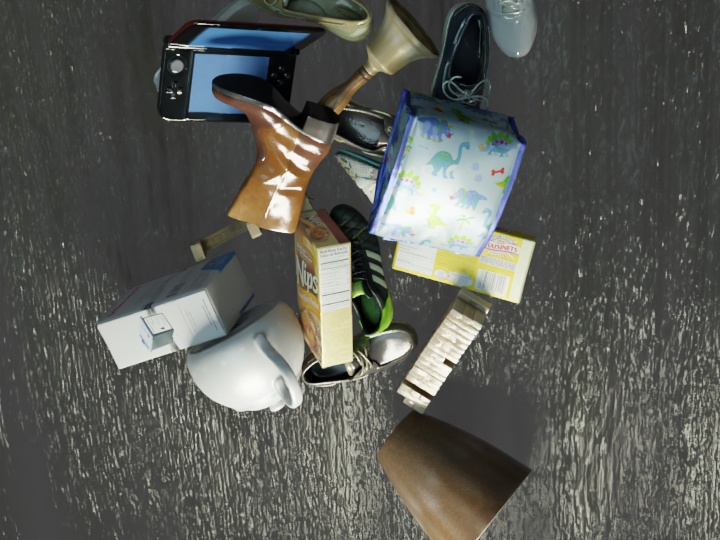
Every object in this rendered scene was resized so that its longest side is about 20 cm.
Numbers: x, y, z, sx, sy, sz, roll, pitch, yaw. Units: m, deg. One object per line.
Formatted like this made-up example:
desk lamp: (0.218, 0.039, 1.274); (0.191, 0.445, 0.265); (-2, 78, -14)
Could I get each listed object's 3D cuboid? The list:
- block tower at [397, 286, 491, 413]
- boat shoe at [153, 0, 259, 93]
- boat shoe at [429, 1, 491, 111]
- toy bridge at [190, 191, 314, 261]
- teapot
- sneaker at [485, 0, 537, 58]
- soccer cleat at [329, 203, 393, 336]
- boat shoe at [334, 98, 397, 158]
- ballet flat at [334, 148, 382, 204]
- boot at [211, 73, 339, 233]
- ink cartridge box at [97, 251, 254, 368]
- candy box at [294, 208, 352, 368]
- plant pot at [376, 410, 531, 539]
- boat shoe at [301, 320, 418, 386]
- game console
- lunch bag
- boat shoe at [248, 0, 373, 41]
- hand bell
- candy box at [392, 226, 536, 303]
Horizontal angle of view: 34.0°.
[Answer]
block tower: (0.122, 0.122, 1.770); (0.054, 0.058, 0.201); (30, 121, 0)
boat shoe: (-0.226, -0.324, 1.698); (0.200, 0.072, 0.069); (-48, 63, 24)
boat shoe: (0.143, -0.262, 1.615); (0.074, 0.062, 0.203); (4, 111, -16)
toy bridge: (-0.160, -0.070, 1.773); (0.198, 0.067, 0.028); (-24, 104, 1)
teapot: (-0.157, 0.147, 1.788); (0.196, 0.200, 0.147); (-26, 99, 23)
sneaker: (0.193, -0.377, 1.556); (0.069, 0.080, 0.203); (-3, 111, 14)
soccer cleat: (0.000, 0.000, 1.751); (0.067, 0.081, 0.203); (-15, 104, 19)
boat shoe: (0.030, -0.194, 1.680); (0.198, 0.060, 0.073); (22, 114, 5)
ballet flat: (0.051, -0.119, 1.694); (0.197, 0.072, 0.073); (16, 114, 7)
boot: (-0.145, -0.162, 1.646); (0.186, 0.069, 0.201); (16, 125, -18)
ink cartridge box: (-0.282, 0.060, 1.814); (0.198, 0.147, 0.087); (-19, 107, 21)
candy box: (-0.055, 0.026, 1.741); (0.055, 0.116, 0.203); (-12, 121, -17)
plant pot: (0.128, 0.313, 1.804); (0.199, 0.186, 0.188); (39, 116, 13)
boat shoe: (-0.003, 0.138, 1.811); (0.198, 0.073, 0.075); (-23, 104, 22)
game console: (-0.165, -0.270, 1.621); (0.197, 0.119, 0.175); (-2, 117, -25)
lunch bag: (0.112, -0.123, 1.600); (0.167, 0.128, 0.202); (12, 115, -8)
boat shoe: (-0.076, -0.376, 1.622); (0.198, 0.063, 0.074); (26, 86, 2)
hand bell: (0.003, -0.267, 1.623); (0.200, 0.104, 0.104); (-42, 97, 18)
candy box: (0.150, -0.026, 1.733); (0.197, 0.026, 0.104); (16, 114, 8)
